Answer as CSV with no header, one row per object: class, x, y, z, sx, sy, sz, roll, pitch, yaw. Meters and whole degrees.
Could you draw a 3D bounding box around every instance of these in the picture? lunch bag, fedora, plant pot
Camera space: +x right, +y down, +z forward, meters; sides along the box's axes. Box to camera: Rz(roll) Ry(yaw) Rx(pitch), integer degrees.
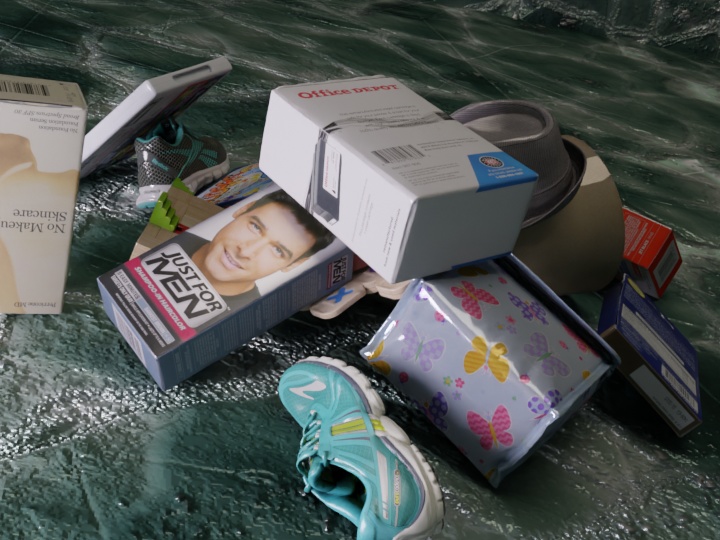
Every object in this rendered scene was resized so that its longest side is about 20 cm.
lunch bag,0.129,0.065,0.888,0.170,0.127,0.200,45,31,17
fedora,0.131,-0.115,1.042,0.199,0.090,0.177,-9,37,16
plant pot,0.161,-0.044,1.141,0.199,0.188,0.187,-14,34,-22

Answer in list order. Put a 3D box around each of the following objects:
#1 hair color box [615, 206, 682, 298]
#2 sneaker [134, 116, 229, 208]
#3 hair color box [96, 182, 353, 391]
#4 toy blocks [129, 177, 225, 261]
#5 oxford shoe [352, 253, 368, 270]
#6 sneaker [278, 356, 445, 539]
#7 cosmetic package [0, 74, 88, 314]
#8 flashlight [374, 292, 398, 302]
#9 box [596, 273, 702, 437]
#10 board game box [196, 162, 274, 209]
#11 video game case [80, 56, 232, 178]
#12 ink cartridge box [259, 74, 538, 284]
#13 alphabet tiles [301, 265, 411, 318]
hair color box,0.300,-0.048,1.277,0.200,0.064,0.111,31,-6,32
sneaker,-0.214,-0.143,1.206,0.077,0.092,0.200,-5,20,12
hair color box,-0.114,0.007,0.874,0.200,0.061,0.099,-31,62,-23
toy blocks,-0.149,-0.010,0.995,0.136,0.100,0.200,23,24,-8
oxford shoe,-0.027,-0.067,0.991,0.070,0.075,0.200,-29,25,-9
sneaker,-0.015,0.134,0.767,0.079,0.078,0.200,-12,34,-29
cosmetic package,-0.304,-0.064,0.875,0.105,0.201,0.071,1,28,-24
flashlight,0.000,0.000,1.075,0.199,0.068,0.068,20,50,4
box,0.295,0.079,1.021,0.121,0.032,0.200,47,24,0
board game box,-0.120,-0.092,1.158,0.135,0.035,0.200,-13,17,20
video game case,-0.261,-0.173,1.169,0.023,0.200,0.182,54,28,-4
ink cartridge box,0.027,-0.086,0.864,0.144,0.084,0.200,-13,41,-37
alphabet tiles,0.012,-0.016,0.962,0.195,0.015,0.200,-37,27,-25
